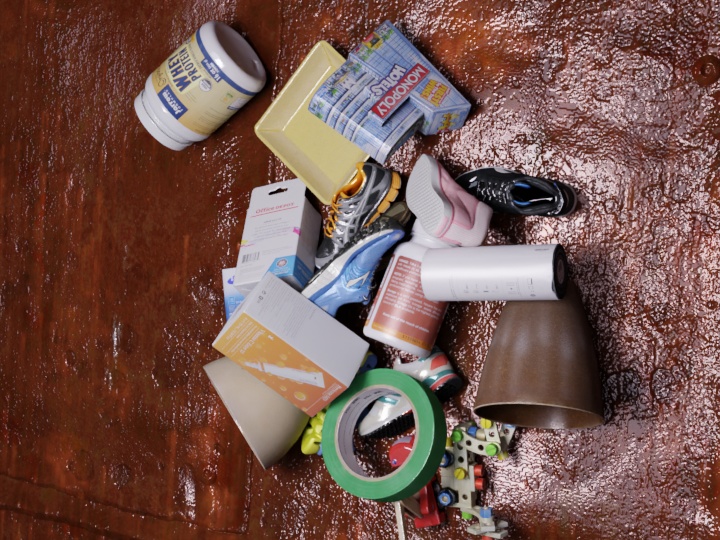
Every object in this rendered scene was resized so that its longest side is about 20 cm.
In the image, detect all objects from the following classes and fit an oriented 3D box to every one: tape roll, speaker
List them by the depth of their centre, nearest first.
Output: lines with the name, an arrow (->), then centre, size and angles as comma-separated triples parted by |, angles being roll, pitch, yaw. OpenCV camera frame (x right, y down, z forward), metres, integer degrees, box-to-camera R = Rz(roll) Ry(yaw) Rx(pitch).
speaker -> 0.189, 0.004, 1.455 | 0.200, 0.081, 0.081 | -2, 91, 27
tape roll -> 0.035, 0.254, 1.565 | 0.200, 0.048, 0.201 | -11, 67, 28

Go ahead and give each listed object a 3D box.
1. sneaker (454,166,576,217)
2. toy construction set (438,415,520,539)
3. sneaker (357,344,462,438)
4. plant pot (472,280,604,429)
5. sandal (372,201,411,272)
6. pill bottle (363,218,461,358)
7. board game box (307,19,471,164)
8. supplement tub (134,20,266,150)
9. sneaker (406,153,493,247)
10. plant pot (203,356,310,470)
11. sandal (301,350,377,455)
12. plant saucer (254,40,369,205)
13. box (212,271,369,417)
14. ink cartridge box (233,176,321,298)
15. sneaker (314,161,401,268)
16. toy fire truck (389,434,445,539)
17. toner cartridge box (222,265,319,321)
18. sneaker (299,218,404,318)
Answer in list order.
sneaker -> 0.217, -0.122, 1.526 | 0.200, 0.112, 0.073 | 7, 93, 25
toy construction set -> 0.183, 0.317, 1.575 | 0.131, 0.092, 0.200 | -2, 80, 25
sneaker -> 0.069, 0.195, 1.642 | 0.200, 0.070, 0.093 | -38, 58, 24
plant pot -> 0.264, 0.117, 1.486 | 0.187, 0.187, 0.200 | -3, 70, 26
sandal -> 0.028, -0.024, 1.647 | 0.200, 0.055, 0.082 | -60, 28, 13
pill bottle -> 0.090, 0.027, 1.583 | 0.112, 0.112, 0.200 | 21, 87, 24
board game box -> 0.058, -0.266, 1.579 | 0.200, 0.200, 0.062 | 36, 149, 10
supplement tub -> -0.276, -0.313, 1.740 | 0.200, 0.144, 0.144 | -37, 76, 22
sneaker -> 0.136, -0.099, 1.537 | 0.075, 0.105, 0.200 | -60, 24, 26
plant pot -> -0.154, 0.211, 1.692 | 0.134, 0.200, 0.200 | -31, 76, -12
sandal -> -0.020, 0.225, 1.683 | 0.087, 0.079, 0.200 | 26, 97, -13
plant saucer -> -0.049, -0.244, 1.686 | 0.200, 0.048, 0.200 | 46, 110, 17
box -> -0.109, 0.118, 1.592 | 0.200, 0.098, 0.124 | 36, 137, -8
ink cartridge box -> -0.134, -0.050, 1.694 | 0.115, 0.068, 0.200 | -10, 54, 25
sneaker -> -0.020, -0.091, 1.644 | 0.200, 0.077, 0.078 | -55, 28, 8
toy fire truck -> 0.080, 0.365, 1.591 | 0.049, 0.141, 0.200 | -16, 85, 25
toner cartridge box -> -0.140, 0.034, 1.741 | 0.200, 0.043, 0.095 | -7, 86, 26
sneaker -> 0.000, 0.000, 1.585 | 0.089, 0.079, 0.200 | 44, 110, -9
